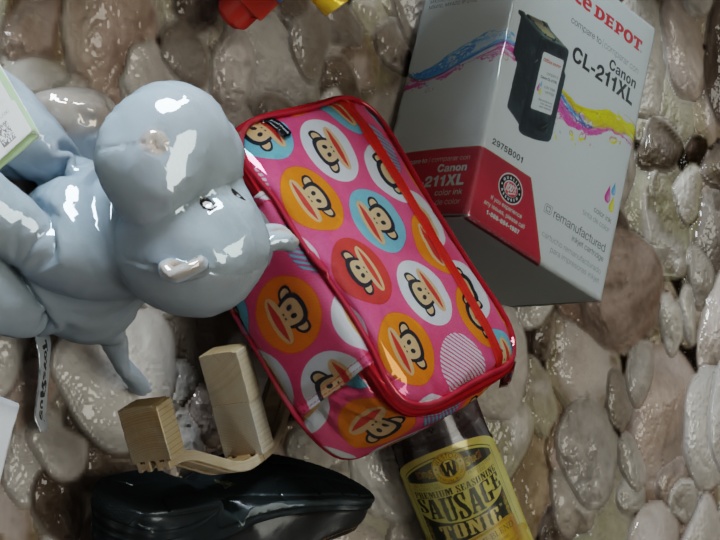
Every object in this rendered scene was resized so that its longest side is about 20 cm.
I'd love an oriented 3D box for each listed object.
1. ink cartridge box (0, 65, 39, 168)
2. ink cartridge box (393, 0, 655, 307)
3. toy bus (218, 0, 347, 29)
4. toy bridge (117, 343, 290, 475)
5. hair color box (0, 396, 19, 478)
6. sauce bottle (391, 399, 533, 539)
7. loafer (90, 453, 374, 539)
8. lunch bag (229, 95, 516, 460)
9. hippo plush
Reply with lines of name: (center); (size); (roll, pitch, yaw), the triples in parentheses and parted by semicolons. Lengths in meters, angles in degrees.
ink cartridge box: (-0.253, -0.127, 1.090); (0.048, 0.145, 0.200); (-46, 119, -39)
ink cartridge box: (0.102, -0.096, 1.515); (0.146, 0.083, 0.200); (30, 66, -41)
toy bus: (-0.010, -0.227, 1.363); (0.136, 0.192, 0.200); (44, 25, -9)
toy bridge: (-0.069, 0.075, 1.317); (0.200, 0.027, 0.067); (-34, 112, -62)
hair color box: (-0.265, 0.081, 1.120); (0.200, 0.060, 0.100); (27, 67, -42)
sauce bottle: (0.053, 0.118, 1.459); (0.066, 0.066, 0.200); (-40, 113, -41)
loafer: (-0.075, 0.148, 1.325); (0.200, 0.073, 0.072); (-1, 109, -44)
lunch bag: (0.000, 0.000, 1.354); (0.200, 0.082, 0.176); (58, 33, 7)
hippo plush: (-0.134, -0.015, 1.196); (0.159, 0.161, 0.200); (-19, 101, -47)
